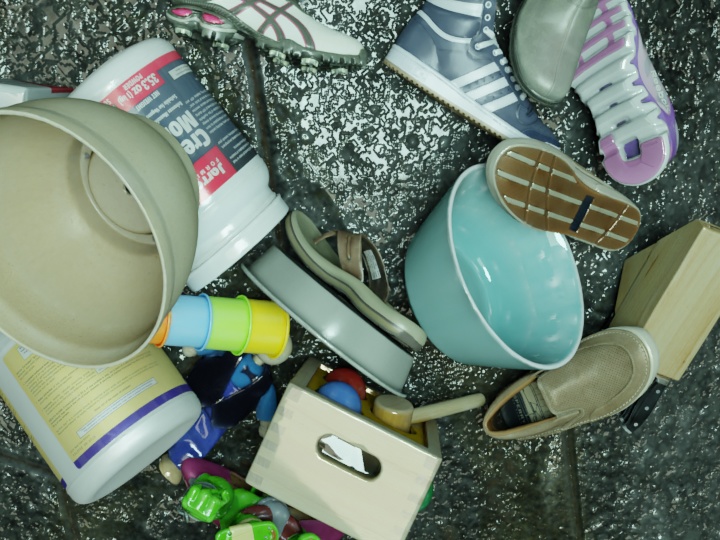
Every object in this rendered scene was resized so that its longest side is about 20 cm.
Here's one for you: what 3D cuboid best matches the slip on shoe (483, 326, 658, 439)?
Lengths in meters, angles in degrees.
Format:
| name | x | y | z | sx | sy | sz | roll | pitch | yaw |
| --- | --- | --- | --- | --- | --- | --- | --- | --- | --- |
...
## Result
| name | x | y | z | sx | sy | sz | roll | pitch | yaw |
| --- | --- | --- | --- | --- | --- | --- | --- | --- | --- |
| slip on shoe | 0.203 | 0.118 | 0.812 | 0.199 | 0.060 | 0.077 | -33 | 73 | 42 |

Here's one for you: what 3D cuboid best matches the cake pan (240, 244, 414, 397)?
| name | x | y | z | sx | sy | sz | roll | pitch | yaw |
| --- | --- | --- | --- | --- | --- | --- | --- | --- | --- |
| cake pan | -0.025 | 0.043 | 0.774 | 0.199 | 0.200 | 0.037 | 39 | 89 | -10 |

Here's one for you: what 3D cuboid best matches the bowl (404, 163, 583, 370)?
| name | x | y | z | sx | sy | sz | roll | pitch | yaw |
| --- | --- | --- | --- | --- | --- | --- | --- | --- | --- |
| bowl | 0.117 | 0.010 | 0.794 | 0.104 | 0.201 | 0.202 | -26 | 106 | 42 |

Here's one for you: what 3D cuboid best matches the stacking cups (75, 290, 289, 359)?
| name | x | y | z | sx | sy | sz | roll | pitch | yaw |
| --- | --- | --- | --- | --- | --- | --- | --- | --- | --- |
| stacking cups | -0.166 | 0.046 | 0.755 | 0.197 | 0.060 | 0.062 | 7 | 102 | -29 |

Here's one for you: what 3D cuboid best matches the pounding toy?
| name | x | y | z | sx | sy | sz | roll | pitch | yaw |
| --- | --- | --- | --- | --- | --- | --- | --- | --- | --- |
| pounding toy | 0.017 | 0.165 | 0.817 | 0.197 | 0.184 | 0.144 | 25 | 94 | 2 |

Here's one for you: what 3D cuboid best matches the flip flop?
| name | x | y | z | sx | sy | sz | roll | pitch | yaw |
| --- | --- | --- | --- | --- | --- | --- | --- | --- | --- |
| flip flop | 0.000 | 0.000 | 0.787 | 0.058 | 0.200 | 0.081 | -52 | 143 | 5 |

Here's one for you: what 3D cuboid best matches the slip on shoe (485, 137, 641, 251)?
| name | x | y | z | sx | sy | sz | roll | pitch | yaw |
| --- | --- | --- | --- | --- | --- | --- | --- | --- | --- |
| slip on shoe | 0.190 | -0.078 | 0.794 | 0.197 | 0.061 | 0.077 | 16 | 111 | -31 |

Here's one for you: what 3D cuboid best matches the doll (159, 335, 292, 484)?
| name | x | y | z | sx | sy | sz | roll | pitch | yaw |
| --- | --- | --- | --- | --- | --- | --- | --- | --- | --- |
| doll | -0.145 | 0.134 | 0.859 | 0.136 | 0.049 | 0.200 | 43 | 99 | -13 |

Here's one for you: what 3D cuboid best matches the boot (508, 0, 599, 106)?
| name | x | y | z | sx | sy | sz | roll | pitch | yaw |
| --- | --- | --- | --- | --- | --- | --- | --- | --- | --- |
| boot | 0.200 | -0.259 | 0.725 | 0.067 | 0.130 | 0.204 | 18 | 75 | -16 |

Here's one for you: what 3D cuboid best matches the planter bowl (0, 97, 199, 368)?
| name | x | y | z | sx | sy | sz | roll | pitch | yaw |
| --- | --- | --- | --- | --- | --- | --- | --- | --- | --- |
| planter bowl | -0.207 | -0.046 | 0.639 | 0.196 | 0.135 | 0.204 | 8 | 119 | 15 |

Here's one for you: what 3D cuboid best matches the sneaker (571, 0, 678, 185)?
| name | x | y | z | sx | sy | sz | roll | pitch | yaw |
| --- | --- | --- | --- | --- | --- | --- | --- | --- | --- |
| sneaker | 0.263 | -0.184 | 0.810 | 0.080 | 0.088 | 0.204 | -22 | 82 | 44 |

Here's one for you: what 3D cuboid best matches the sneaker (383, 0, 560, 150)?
| name | x | y | z | sx | sy | sz | roll | pitch | yaw |
| --- | --- | --- | --- | --- | --- | --- | --- | --- | --- |
| sneaker | 0.131 | -0.196 | 0.798 | 0.198 | 0.070 | 0.110 | 31 | 100 | -6 |

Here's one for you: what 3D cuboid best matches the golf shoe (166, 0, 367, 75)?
| name | x | y | z | sx | sy | sz | roll | pitch | yaw |
| --- | --- | --- | --- | --- | --- | --- | --- | --- | --- |
| golf shoe | -0.082 | -0.243 | 0.775 | 0.196 | 0.077 | 0.090 | 15 | 93 | -7 |

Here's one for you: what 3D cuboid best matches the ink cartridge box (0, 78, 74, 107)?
| name | x | y | z | sx | sy | sz | roll | pitch | yaw |
| --- | --- | --- | --- | --- | --- | --- | --- | --- | --- |
| ink cartridge box | -0.380 | -0.137 | 0.741 | 0.196 | 0.144 | 0.086 | 7 | 102 | -5 |

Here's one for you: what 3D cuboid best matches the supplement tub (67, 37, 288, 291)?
| name | x | y | z | sx | sy | sz | roll | pitch | yaw |
| --- | --- | --- | --- | --- | --- | --- | --- | --- | --- |
| supplement tub | -0.174 | -0.097 | 0.764 | 0.140 | 0.140 | 0.201 | -38 | 101 | 5 |

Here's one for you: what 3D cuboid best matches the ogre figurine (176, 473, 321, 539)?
| name | x | y | z | sx | sy | sz | roll | pitch | yaw |
| --- | --- | --- | --- | --- | --- | --- | --- | --- | --- |
| ogre figurine | -0.091 | 0.248 | 0.774 | 0.197 | 0.119 | 0.100 | 16 | 87 | -24 |

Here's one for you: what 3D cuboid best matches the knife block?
| name | x | y | z | sx | sy | sz | roll | pitch | yaw |
| --- | --- | --- | --- | --- | --- | --- | --- | --- | --- |
| knife block | 0.299 | 0.065 | 0.813 | 0.063 | 0.200 | 0.179 | 18 | 71 | -7 |

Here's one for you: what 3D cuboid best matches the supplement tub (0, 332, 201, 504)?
| name | x | y | z | sx | sy | sz | roll | pitch | yaw |
| --- | --- | --- | --- | --- | --- | --- | --- | --- | --- |
| supplement tub | -0.263 | 0.098 | 0.779 | 0.145 | 0.145 | 0.201 | -39 | 83 | 5 |

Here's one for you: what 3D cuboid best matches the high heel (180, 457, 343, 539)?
| name | x | y | z | sx | sy | sz | roll | pitch | yaw |
| --- | --- | --- | --- | --- | --- | --- | --- | --- | --- |
| high heel | -0.096 | 0.236 | 0.862 | 0.096 | 0.068 | 0.200 | -36 | 125 | 12 |
